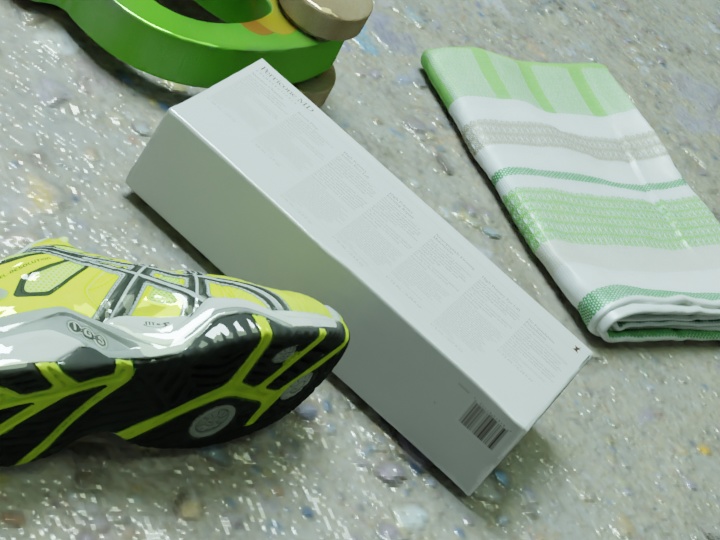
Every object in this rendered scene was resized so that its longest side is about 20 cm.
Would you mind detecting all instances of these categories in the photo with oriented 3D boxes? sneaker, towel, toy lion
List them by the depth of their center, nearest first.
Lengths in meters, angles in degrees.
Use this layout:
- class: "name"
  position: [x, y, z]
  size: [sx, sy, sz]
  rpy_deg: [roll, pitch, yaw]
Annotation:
- class: "sneaker"
  position: [-0.087, 0.019, 0.697]
  size: [0.199, 0.076, 0.077]
  rpy_deg: [1, 47, -43]
- class: "toy lion"
  position: [-0.116, -0.165, 0.912]
  size: [0.191, 0.069, 0.201]
  rpy_deg: [-6, 52, -37]
- class: "towel"
  position: [0.130, -0.045, 1.010]
  size: [0.148, 0.031, 0.201]
  rpy_deg: [3, 46, -41]

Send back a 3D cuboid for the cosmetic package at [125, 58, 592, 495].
- class: "cosmetic package"
  position: [0.000, 0.000, 0.819]
  size: [0.200, 0.051, 0.082]
  rpy_deg: [42, 36, 8]
